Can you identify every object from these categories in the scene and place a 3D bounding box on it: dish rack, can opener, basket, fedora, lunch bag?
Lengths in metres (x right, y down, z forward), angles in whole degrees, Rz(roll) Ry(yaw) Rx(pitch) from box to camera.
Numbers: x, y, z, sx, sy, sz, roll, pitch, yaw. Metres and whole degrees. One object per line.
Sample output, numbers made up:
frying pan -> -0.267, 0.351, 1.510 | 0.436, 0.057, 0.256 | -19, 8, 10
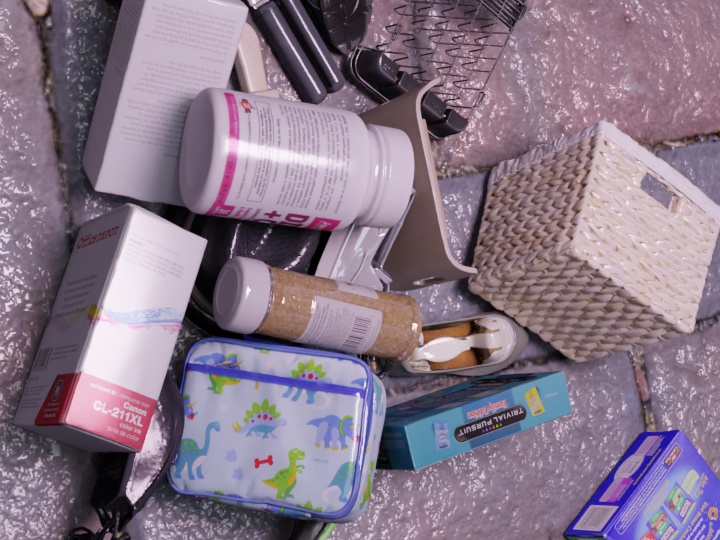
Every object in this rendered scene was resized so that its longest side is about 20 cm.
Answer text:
dish rack -> 0.092, -0.260, 1.487 | 0.153, 0.054, 0.202 | 33, 78, -32
can opener -> -0.076, -0.270, 1.412 | 0.053, 0.067, 0.201 | -36, 101, -27
basket -> 0.247, -0.024, 1.478 | 0.197, 0.199, 0.162 | 32, 63, -23
fedora -> -0.101, -0.031, 1.342 | 0.198, 0.091, 0.204 | 3, 81, -21
lunch bag -> -0.081, 0.147, 1.295 | 0.197, 0.082, 0.163 | 9, 78, 15

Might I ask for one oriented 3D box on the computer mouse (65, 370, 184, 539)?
computer mouse -> -0.204, 0.182, 1.246 | 0.052, 0.138, 0.202 | 24, 69, -24

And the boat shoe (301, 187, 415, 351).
boat shoe -> 0.000, 0.000, 1.372 | 0.068, 0.072, 0.202 | 21, 88, 14

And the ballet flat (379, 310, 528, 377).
ballet flat -> 0.114, 0.082, 1.476 | 0.198, 0.063, 0.068 | -7, 87, -30

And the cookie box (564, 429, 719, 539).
cookie box -> 0.356, 0.315, 1.575 | 0.171, 0.075, 0.201 | -45, 105, -26

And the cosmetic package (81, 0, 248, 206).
cosmetic package -> -0.185, -0.170, 1.283 | 0.100, 0.071, 0.202 | 9, 111, -28

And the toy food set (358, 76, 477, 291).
toy food set -> 0.058, -0.084, 1.421 | 0.060, 0.143, 0.203 | -11, 89, -31

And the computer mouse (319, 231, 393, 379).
computer mouse -> 0.000, 0.013, 1.417 | 0.058, 0.034, 0.203 | -12, 78, -19

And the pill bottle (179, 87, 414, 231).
pill bottle -> -0.058, -0.097, 1.262 | 0.198, 0.113, 0.115 | 7, 80, -24

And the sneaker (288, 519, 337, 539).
sneaker -> -0.059, 0.190, 1.368 | 0.083, 0.077, 0.203 | 9, 72, -17

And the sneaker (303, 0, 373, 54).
sneaker -> -0.045, -0.326, 1.439 | 0.075, 0.079, 0.202 | -34, 120, -33

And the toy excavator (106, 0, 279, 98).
toy excavator -> -0.155, -0.265, 1.361 | 0.198, 0.099, 0.197 | 18, 76, -35

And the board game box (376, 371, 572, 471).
board game box -> 0.093, 0.154, 1.405 | 0.198, 0.150, 0.048 | -15, 92, -29

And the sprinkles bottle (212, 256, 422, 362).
sprinkles bottle -> -0.039, 0.039, 1.292 | 0.198, 0.068, 0.069 | 13, 77, -31

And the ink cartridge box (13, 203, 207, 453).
ink cartridge box -> -0.226, 0.056, 1.241 | 0.082, 0.145, 0.202 | 24, 73, -25
